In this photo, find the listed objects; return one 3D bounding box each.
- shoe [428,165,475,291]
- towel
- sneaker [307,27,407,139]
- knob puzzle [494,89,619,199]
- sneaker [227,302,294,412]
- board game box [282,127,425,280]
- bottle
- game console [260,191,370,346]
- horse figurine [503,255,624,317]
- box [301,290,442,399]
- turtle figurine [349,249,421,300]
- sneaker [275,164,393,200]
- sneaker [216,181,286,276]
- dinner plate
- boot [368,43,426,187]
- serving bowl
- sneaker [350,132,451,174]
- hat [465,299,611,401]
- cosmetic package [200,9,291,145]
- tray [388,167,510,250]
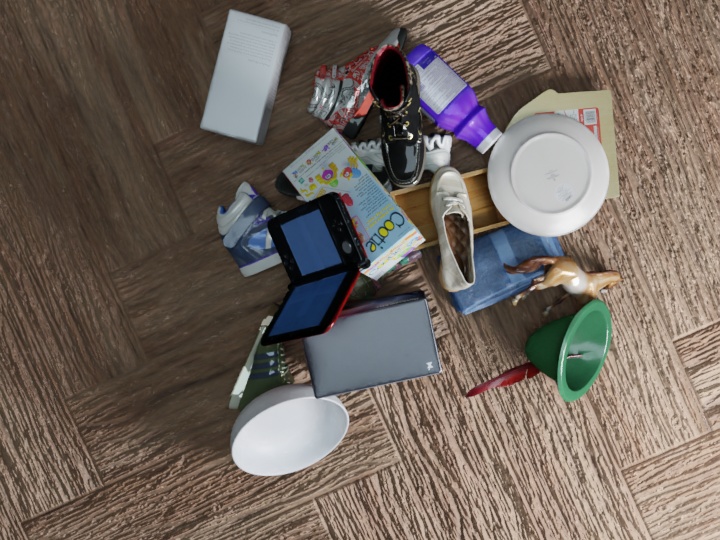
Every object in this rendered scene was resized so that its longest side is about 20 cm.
[{"bbox_3d":[0.152,-0.068,1.377,0.070,0.053,0.201,-5,88,-21],"label":"shoe"},{"bbox_3d":[0.234,-0.011,1.454,0.199,0.049,0.112,-23,91,4],"label":"towel"},{"bbox_3d":[-0.010,-0.328,1.441,0.108,0.067,0.202,29,97,-1],"label":"sneaker"},{"bbox_3d":[0.318,-0.198,1.445,0.219,0.030,0.221,0,93,0],"label":"knob puzzle"},{"bbox_3d":[-0.147,0.160,1.477,0.090,0.067,0.201,24,100,1],"label":"sneaker"},{"bbox_3d":[-0.008,-0.098,1.330,0.105,0.103,0.200,-39,75,6],"label":"board game box"},{"bbox_3d":[0.144,-0.276,1.431,0.200,0.065,0.084,44,86,3],"label":"bottle"},{"bbox_3d":[-0.091,0.000,1.272,0.119,0.200,0.173,-28,97,-36],"label":"game console"},{"bbox_3d":[0.326,0.023,1.418,0.200,0.050,0.133,28,119,-31],"label":"horse figurine"},{"bbox_3d":[0.021,0.112,1.397,0.199,0.198,0.124,-13,93,3],"label":"box"},{"bbox_3d":[0.000,0.000,1.426,0.200,0.101,0.150,-37,132,-13],"label":"turtle figurine"},{"bbox_3d":[-0.043,-0.125,1.449,0.199,0.089,0.074,5,56,16],"label":"sneaker"},{"bbox_3d":[-0.142,-0.090,1.453,0.200,0.081,0.147,-24,96,10],"label":"sneaker"},{"bbox_3d":[0.306,-0.155,1.418,0.199,0.024,0.201,0,91,-1],"label":"dinner plate"},{"bbox_3d":[0.056,-0.235,1.328,0.073,0.151,0.201,2,86,11],"label":"boot"},{"bbox_3d":[-0.122,0.251,1.442,0.200,0.200,0.066,-30,48,4],"label":"serving bowl"},{"bbox_3d":[0.052,-0.181,1.447,0.199,0.075,0.081,-3,102,4],"label":"sneaker"},{"bbox_3d":[0.292,0.118,1.452,0.176,0.200,0.166,16,131,39],"label":"hat"},{"bbox_3d":[-0.188,-0.317,1.450,0.101,0.074,0.201,16,96,2],"label":"cosmetic package"},{"bbox_3d":[0.142,-0.099,1.423,0.199,0.037,0.099,-16,92,-22],"label":"tray"}]
